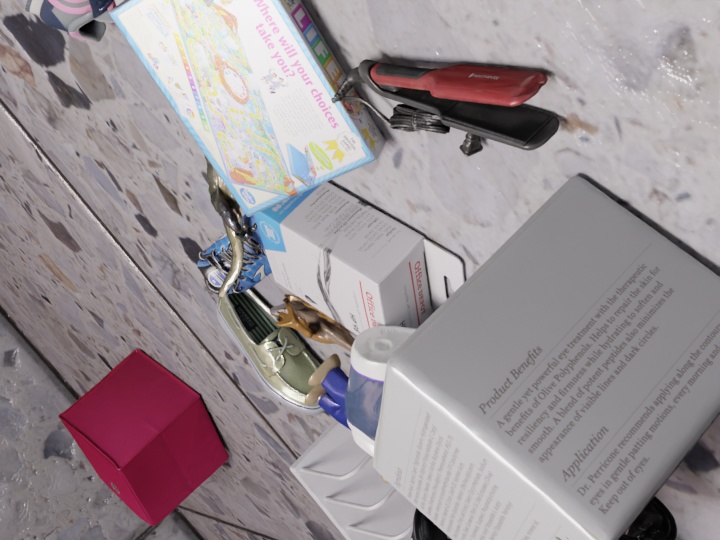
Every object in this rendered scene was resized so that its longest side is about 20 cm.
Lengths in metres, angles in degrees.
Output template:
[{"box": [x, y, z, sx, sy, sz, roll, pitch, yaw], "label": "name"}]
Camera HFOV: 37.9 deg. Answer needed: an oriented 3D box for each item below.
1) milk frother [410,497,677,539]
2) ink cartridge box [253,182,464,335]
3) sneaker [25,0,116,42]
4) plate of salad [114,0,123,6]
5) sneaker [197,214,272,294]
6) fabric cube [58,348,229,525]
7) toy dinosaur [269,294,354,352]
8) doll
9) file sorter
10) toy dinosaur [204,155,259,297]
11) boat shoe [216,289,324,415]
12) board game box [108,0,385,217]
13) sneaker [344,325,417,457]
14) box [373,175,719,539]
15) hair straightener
[{"box": [0.132, 0.253, 0.861, 0.199, 0.181, 0.188, 18, 135, 7], "label": "milk frother"}, {"box": [0.000, 0.000, 0.967, 0.200, 0.067, 0.116, 31, 152, 31], "label": "ink cartridge box"}, {"box": [-0.251, -0.275, 0.981, 0.082, 0.070, 0.200, 31, 161, -19], "label": "sneaker"}, {"box": [-0.156, -0.196, 0.910, 0.200, 0.048, 0.200, 34, 151, 22], "label": "plate of salad"}, {"box": [-0.119, -0.014, 1.117, 0.079, 0.089, 0.200, 46, 154, 0], "label": "sneaker"}, {"box": [-0.398, 0.309, 1.948, 0.196, 0.200, 0.200, 31, 152, 34], "label": "fabric cube"}, {"box": [-0.031, 0.065, 1.157, 0.200, 0.060, 0.106, 34, 178, 39], "label": "toy dinosaur"}, {"box": [0.031, 0.169, 1.050, 0.200, 0.048, 0.137, 40, 148, 16], "label": "doll"}, {"box": [0.050, 0.253, 1.192, 0.200, 0.139, 0.124, 53, 153, -15], "label": "file sorter"}, {"box": [-0.124, -0.069, 1.022, 0.088, 0.047, 0.201, 9, 108, 56], "label": "toy dinosaur"}, {"box": [-0.110, 0.097, 1.297, 0.200, 0.072, 0.062, 44, 159, 13], "label": "boat shoe"}, {"box": [-0.088, -0.152, 0.833, 0.134, 0.034, 0.200, -20, 115, 28], "label": "board game box"}, {"box": [0.083, 0.132, 0.932, 0.199, 0.081, 0.147, 10, 127, 14], "label": "sneaker"}, {"box": [0.135, 0.090, 0.719, 0.171, 0.199, 0.200, 39, 155, 18], "label": "box"}, {"box": [0.054, -0.106, 0.738, 0.200, 0.041, 0.077, 13, 140, 44], "label": "hair straightener"}]
